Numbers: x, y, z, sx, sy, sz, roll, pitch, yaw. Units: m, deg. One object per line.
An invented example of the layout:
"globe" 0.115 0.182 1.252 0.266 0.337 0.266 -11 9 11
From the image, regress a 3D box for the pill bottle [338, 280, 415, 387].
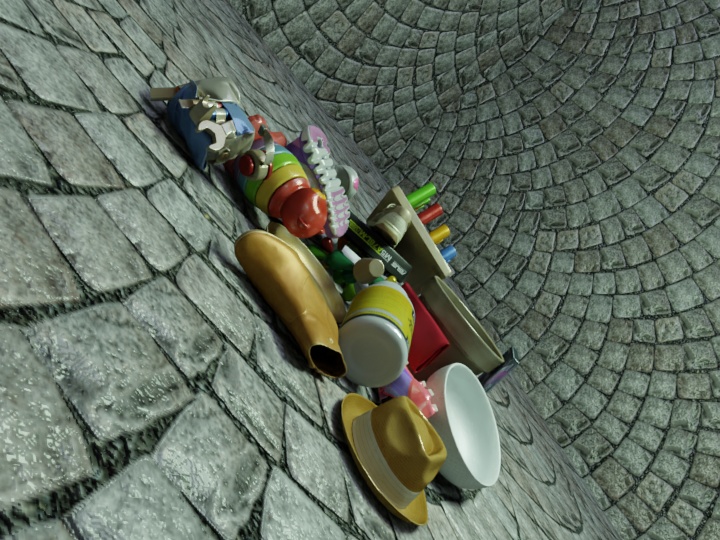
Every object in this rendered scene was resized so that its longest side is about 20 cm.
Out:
"pill bottle" 0.028 0.088 1.017 0.112 0.112 0.200 51 20 -10

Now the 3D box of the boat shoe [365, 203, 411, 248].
"boat shoe" 0.059 -0.089 1.235 0.072 0.065 0.200 41 -2 -4

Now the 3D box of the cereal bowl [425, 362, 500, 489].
"cereal bowl" 0.153 0.260 1.070 0.200 0.083 0.202 40 39 -43

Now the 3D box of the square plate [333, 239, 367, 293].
"square plate" 0.001 0.022 1.394 0.199 0.028 0.200 51 11 -7

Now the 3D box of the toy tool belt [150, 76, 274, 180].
"toy tool belt" -0.230 -0.208 0.982 0.122 0.125 0.201 -14 59 -44

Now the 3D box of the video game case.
"video game case" 0.219 0.225 1.221 0.019 0.200 0.143 47 10 7

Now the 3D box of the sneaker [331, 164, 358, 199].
"sneaker" -0.097 -0.185 1.360 0.088 0.198 0.083 -9 104 -59

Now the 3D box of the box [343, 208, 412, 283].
"box" -0.001 -0.062 1.312 0.193 0.048 0.200 39 -4 -16

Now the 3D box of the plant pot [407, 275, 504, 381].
"plant pot" 0.137 0.141 1.198 0.200 0.173 0.200 47 11 -12

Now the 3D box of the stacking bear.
"stacking bear" -0.128 -0.137 1.062 0.200 0.114 0.121 48 8 22

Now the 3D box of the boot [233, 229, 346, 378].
"boot" -0.083 0.047 0.848 0.202 0.070 0.145 50 7 -40

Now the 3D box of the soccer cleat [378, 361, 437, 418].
"soccer cleat" 0.051 0.182 1.030 0.200 0.076 0.068 -139 -149 -63

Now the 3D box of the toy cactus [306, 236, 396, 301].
"toy cactus" 0.000 0.000 1.182 0.200 0.103 0.165 42 -21 -16

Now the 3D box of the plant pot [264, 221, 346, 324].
"plant pot" -0.093 0.009 1.045 0.201 0.027 0.200 51 11 -14

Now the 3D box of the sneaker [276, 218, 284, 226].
"sneaker" -0.130 -0.140 1.218 0.075 0.081 0.201 48 13 -31

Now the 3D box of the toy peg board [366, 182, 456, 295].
"toy peg board" 0.124 -0.071 1.337 0.201 0.097 0.200 58 -19 5

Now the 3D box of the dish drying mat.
"dish drying mat" 0.088 0.095 1.117 0.018 0.077 0.200 41 9 -30

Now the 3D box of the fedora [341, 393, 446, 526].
"fedora" 0.055 0.225 0.839 0.201 0.081 0.201 50 12 -14

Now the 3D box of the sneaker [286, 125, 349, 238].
"sneaker" -0.084 -0.150 1.161 0.080 0.087 0.203 -21 92 -68
